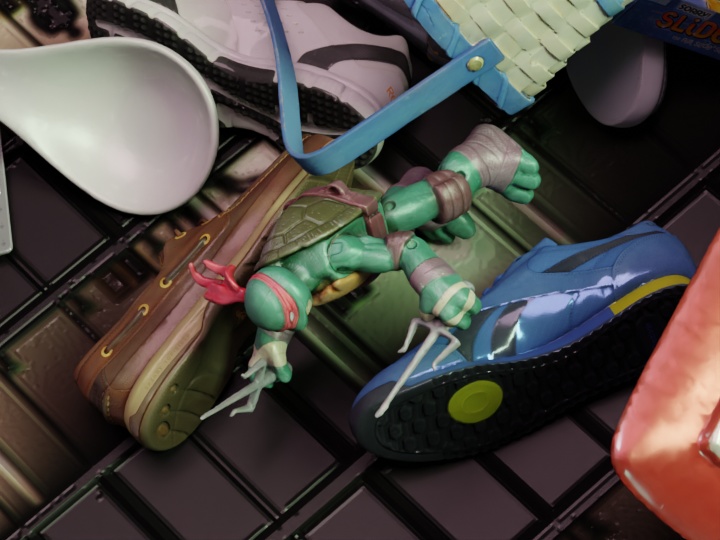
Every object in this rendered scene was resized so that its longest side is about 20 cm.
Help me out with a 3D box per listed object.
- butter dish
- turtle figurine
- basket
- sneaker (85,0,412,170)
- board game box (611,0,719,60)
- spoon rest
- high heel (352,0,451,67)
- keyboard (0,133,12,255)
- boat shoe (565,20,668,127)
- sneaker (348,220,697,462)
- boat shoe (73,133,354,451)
[{"bbox_3d":[0.205,0.073,1.442,0.199,0.148,0.200,36,68,-16],"label":"butter dish"},{"bbox_3d":[0.000,0.000,1.506,0.150,0.101,0.200,-6,26,46],"label":"turtle figurine"},{"bbox_3d":[0.037,-0.153,1.544,0.200,0.139,0.176,-26,45,16],"label":"basket"},{"bbox_3d":[-0.062,-0.121,1.657,0.200,0.074,0.080,23,51,18],"label":"sneaker"},{"bbox_3d":[0.179,-0.205,1.628,0.135,0.034,0.200,14,50,-34],"label":"board game box"},{"bbox_3d":[-0.167,-0.098,1.643,0.200,0.099,0.061,24,23,21],"label":"spoon rest"},{"bbox_3d":[0.081,-0.200,1.680,0.142,0.071,0.200,34,69,16],"label":"high heel"},{"bbox_3d":[-0.234,-0.086,1.693,0.056,0.011,0.200,-12,57,3],"label":"keyboard"},{"bbox_3d":[0.147,-0.169,1.644,0.057,0.069,0.200,9,59,-33],"label":"boat shoe"},{"bbox_3d":[0.081,0.034,1.534,0.200,0.066,0.078,-24,47,-5],"label":"sneaker"},{"bbox_3d":[-0.078,0.001,1.574,0.068,0.072,0.200,29,71,25],"label":"boat shoe"}]
